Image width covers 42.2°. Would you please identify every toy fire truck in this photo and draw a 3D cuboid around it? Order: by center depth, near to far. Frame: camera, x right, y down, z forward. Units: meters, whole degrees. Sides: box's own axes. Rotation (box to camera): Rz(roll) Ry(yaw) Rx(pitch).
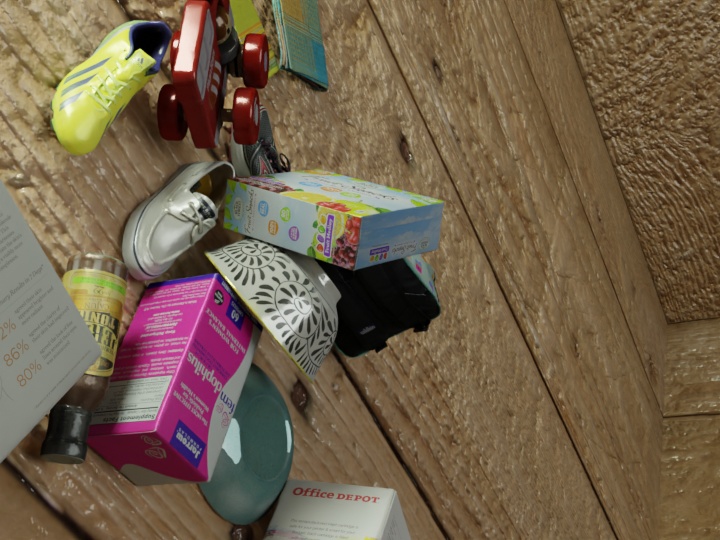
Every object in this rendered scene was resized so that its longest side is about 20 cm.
[{"bbox_3d":[-0.172,-0.244,1.062,0.168,0.112,0.200,91,4,-63],"label":"toy fire truck"}]

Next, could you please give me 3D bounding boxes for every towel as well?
[{"bbox_3d":[-0.168,-0.354,1.277,0.200,0.018,0.086,67,25,-20],"label":"towel"},{"bbox_3d":[-0.095,-0.378,1.401,0.147,0.022,0.200,9,71,-67],"label":"towel"}]

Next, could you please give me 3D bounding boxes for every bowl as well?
[{"bbox_3d":[-0.086,0.027,1.098,0.201,0.094,0.201,49,-6,7],"label":"bowl"}]

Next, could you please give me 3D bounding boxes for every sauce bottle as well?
[{"bbox_3d":[-0.266,0.083,0.895,0.065,0.065,0.200,36,50,-52],"label":"sauce bottle"}]

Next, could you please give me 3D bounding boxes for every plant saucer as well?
[{"bbox_3d":[-0.129,0.205,1.135,0.201,0.039,0.201,30,55,-56],"label":"plant saucer"}]

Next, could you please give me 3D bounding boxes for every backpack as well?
[{"bbox_3d":[0.000,0.000,1.304,0.200,0.176,0.153,48,25,-43],"label":"backpack"}]

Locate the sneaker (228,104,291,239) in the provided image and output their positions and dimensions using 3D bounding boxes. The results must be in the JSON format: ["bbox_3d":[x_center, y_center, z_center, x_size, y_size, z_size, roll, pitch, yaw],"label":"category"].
[{"bbox_3d":[-0.116,-0.122,1.230,0.081,0.075,0.200,-13,92,-62],"label":"sneaker"}]

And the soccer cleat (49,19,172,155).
[{"bbox_3d":[-0.259,-0.201,0.982,0.065,0.084,0.200,56,36,-36],"label":"soccer cleat"}]

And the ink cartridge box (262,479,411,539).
[{"bbox_3d":[-0.036,0.375,1.111,0.200,0.147,0.146,-66,149,-46],"label":"ink cartridge box"}]

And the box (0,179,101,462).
[{"bbox_3d":[-0.330,0.036,0.748,0.200,0.106,0.152,67,31,-23],"label":"box"}]

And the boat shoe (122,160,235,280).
[{"bbox_3d":[-0.199,-0.064,1.063,0.071,0.070,0.200,64,31,-27],"label":"boat shoe"}]

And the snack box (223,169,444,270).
[{"bbox_3d":[-0.031,-0.065,1.095,0.169,0.200,0.068,-13,117,-51],"label":"snack box"}]

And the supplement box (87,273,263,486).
[{"bbox_3d":[-0.193,0.114,0.983,0.101,0.103,0.200,55,38,-40],"label":"supplement box"}]
